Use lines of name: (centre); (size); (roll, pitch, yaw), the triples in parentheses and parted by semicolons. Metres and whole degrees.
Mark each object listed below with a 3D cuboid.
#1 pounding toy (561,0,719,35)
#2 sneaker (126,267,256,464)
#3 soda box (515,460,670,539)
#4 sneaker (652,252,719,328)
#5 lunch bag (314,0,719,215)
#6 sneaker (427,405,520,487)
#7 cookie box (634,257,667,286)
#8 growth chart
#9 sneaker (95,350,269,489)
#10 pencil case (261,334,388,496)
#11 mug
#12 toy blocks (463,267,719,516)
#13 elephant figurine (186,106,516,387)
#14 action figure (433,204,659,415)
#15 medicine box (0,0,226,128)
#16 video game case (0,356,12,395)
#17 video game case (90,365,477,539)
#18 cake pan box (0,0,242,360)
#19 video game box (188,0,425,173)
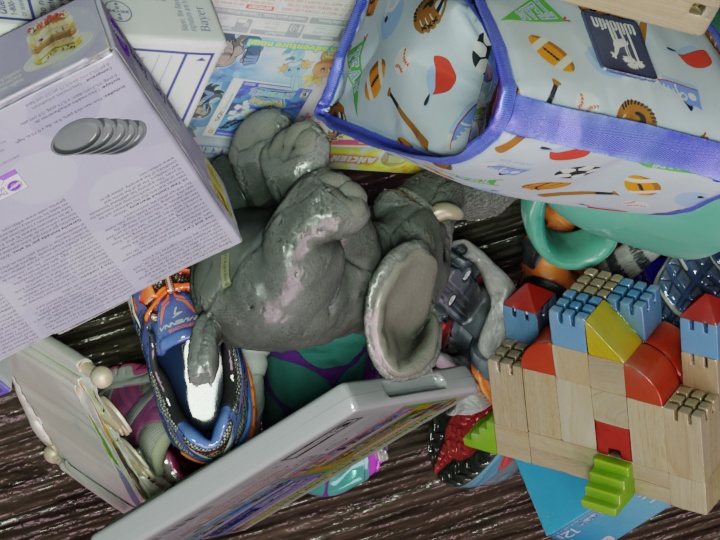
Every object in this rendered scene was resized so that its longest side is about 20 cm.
pounding toy: (0.120, -0.221, 1.373); (0.183, 0.201, 0.143); (12, 132, -17)
sneaker: (-0.104, 0.020, 1.555); (0.075, 0.201, 0.078); (-19, -176, -2)
soda box: (0.208, 0.110, 1.768); (0.200, 0.068, 0.064); (-34, 146, 19)
sneaker: (0.234, 0.007, 1.714); (0.200, 0.077, 0.085); (-43, 179, -41)
lunch bag: (0.098, -0.095, 1.389); (0.169, 0.200, 0.125); (10, 101, -26)
sneaker: (0.137, 0.082, 1.834); (0.095, 0.080, 0.200); (7, 143, -47)
cookie box: (0.255, 0.079, 1.871); (0.170, 0.075, 0.201); (-4, 140, -21)
growth chart: (-0.176, 0.097, 1.647); (0.018, 0.144, 0.200); (-44, 146, -22)
sneaker: (-0.121, 0.103, 1.677); (0.081, 0.089, 0.200); (10, 157, -22)
pencil case: (-0.020, 0.058, 1.698); (0.092, 0.085, 0.201); (21, 144, 17)
mug: (0.162, -0.078, 1.557); (0.114, 0.152, 0.186); (15, 98, -32)
toy blocks: (0.155, 0.064, 1.614); (0.100, 0.199, 0.137); (-44, 137, -42)
elephant figurine: (0.000, 0.000, 1.527); (0.155, 0.142, 0.200); (-41, 137, 21)
action figure: (0.106, 0.014, 1.690); (0.194, 0.105, 0.200); (-50, 151, 7)
medicine box: (-0.200, -0.099, 1.411); (0.199, 0.103, 0.183); (3, 137, -28)
video game case: (-0.337, 0.046, 1.549); (0.199, 0.046, 0.181); (-21, 142, 16)
video game case: (-0.045, 0.117, 1.611); (0.199, 0.022, 0.182); (-33, 168, 23)
cake pan box: (-0.184, -0.035, 1.372); (0.199, 0.052, 0.184); (-27, 141, 6)
video game box: (-0.020, -0.136, 1.501); (0.199, 0.047, 0.183); (3, 135, -28)
